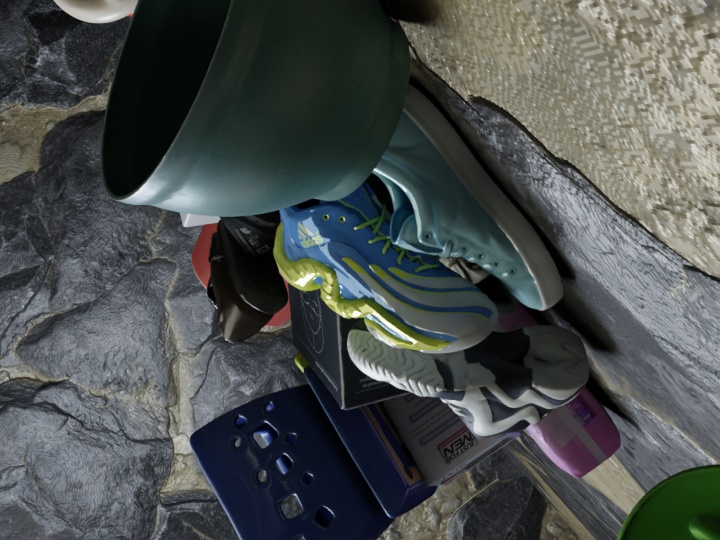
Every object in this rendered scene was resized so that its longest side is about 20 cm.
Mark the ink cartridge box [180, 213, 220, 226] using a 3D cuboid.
[{"bbox_3d":[-0.133,-0.144,0.958,0.200,0.083,0.146,133,124,-66],"label":"ink cartridge box"}]

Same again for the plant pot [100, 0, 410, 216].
[{"bbox_3d":[-0.055,-0.117,0.605,0.133,0.202,0.200,18,-169,-29],"label":"plant pot"}]

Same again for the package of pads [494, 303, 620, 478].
[{"bbox_3d":[0.164,0.102,1.009,0.200,0.076,0.120,49,178,-16],"label":"package of pads"}]

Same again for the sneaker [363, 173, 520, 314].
[{"bbox_3d":[0.071,-0.033,0.823,0.200,0.074,0.088,42,172,-38],"label":"sneaker"}]

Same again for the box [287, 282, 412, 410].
[{"bbox_3d":[0.000,0.000,0.944,0.148,0.106,0.202,-139,42,-60],"label":"box"}]

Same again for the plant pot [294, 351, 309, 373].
[{"bbox_3d":[0.060,0.108,1.273,0.199,0.181,0.200,48,-168,1],"label":"plant pot"}]

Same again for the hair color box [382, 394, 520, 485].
[{"bbox_3d":[0.071,0.114,1.074,0.201,0.099,0.061,60,-164,22],"label":"hair color box"}]

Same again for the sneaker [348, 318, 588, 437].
[{"bbox_3d":[0.082,0.095,0.868,0.130,0.197,0.080,103,166,-55],"label":"sneaker"}]

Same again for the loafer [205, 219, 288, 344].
[{"bbox_3d":[-0.116,0.004,0.936,0.073,0.072,0.200,35,-167,-17],"label":"loafer"}]

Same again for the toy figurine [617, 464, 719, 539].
[{"bbox_3d":[0.293,0.225,0.728,0.198,0.152,0.184,19,178,25],"label":"toy figurine"}]

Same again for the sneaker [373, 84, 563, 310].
[{"bbox_3d":[0.063,-0.034,0.731,0.200,0.082,0.074,49,177,-14],"label":"sneaker"}]

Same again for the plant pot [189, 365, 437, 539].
[{"bbox_3d":[-0.034,0.207,1.089,0.201,0.179,0.200,57,-167,14],"label":"plant pot"}]

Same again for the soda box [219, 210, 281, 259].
[{"bbox_3d":[-0.097,-0.086,0.800,0.200,0.063,0.071,60,-173,-65],"label":"soda box"}]

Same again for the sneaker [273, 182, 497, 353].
[{"bbox_3d":[0.009,-0.011,0.762,0.198,0.076,0.106,19,140,29],"label":"sneaker"}]

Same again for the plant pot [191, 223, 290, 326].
[{"bbox_3d":[-0.094,-0.045,1.190,0.199,0.178,0.201,34,-159,-15],"label":"plant pot"}]

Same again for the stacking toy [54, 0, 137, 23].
[{"bbox_3d":[-0.227,-0.320,1.066,0.146,0.146,0.200,47,-165,11],"label":"stacking toy"}]
